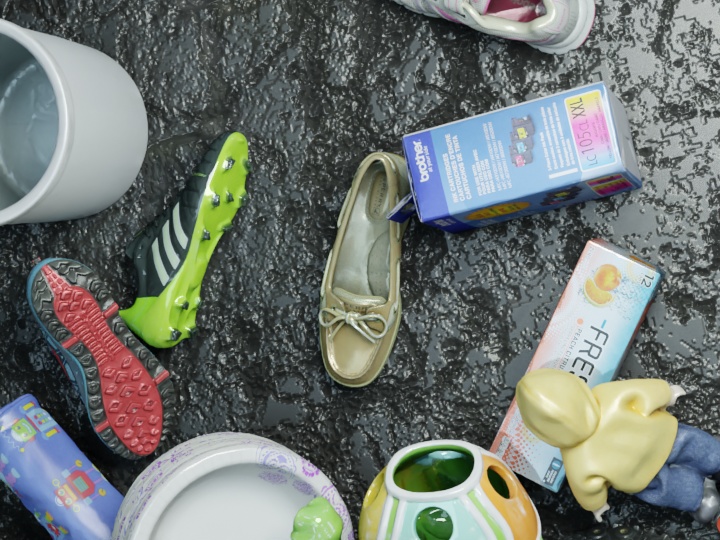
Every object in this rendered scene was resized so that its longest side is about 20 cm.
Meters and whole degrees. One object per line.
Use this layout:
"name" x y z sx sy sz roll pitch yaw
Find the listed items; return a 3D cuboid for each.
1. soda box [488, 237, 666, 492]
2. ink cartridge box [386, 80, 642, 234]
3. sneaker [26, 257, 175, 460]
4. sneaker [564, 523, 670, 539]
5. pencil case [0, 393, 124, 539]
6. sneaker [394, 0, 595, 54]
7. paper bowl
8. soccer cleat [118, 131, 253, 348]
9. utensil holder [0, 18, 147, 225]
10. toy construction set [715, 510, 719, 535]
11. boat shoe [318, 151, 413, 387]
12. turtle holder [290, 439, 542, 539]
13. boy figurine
"soda box" 0.178 0.076 1.472 0.068 0.064 0.201 26 99 11
"ink cartridge box" 0.117 -0.083 1.444 0.199 0.136 0.077 -12 84 14
"sneaker" -0.228 0.071 1.573 0.079 0.095 0.201 -29 108 -14
"sneaker" 0.172 0.267 1.485 0.199 0.072 0.073 -18 119 8
"pencil case" -0.257 0.204 1.579 0.078 0.087 0.200 -38 81 -31
"sneaker" 0.093 -0.239 1.469 0.199 0.088 0.082 18 96 13
"paper bowl" -0.112 0.235 1.503 0.199 0.104 0.202 -3 98 -19
"soccer cleat" -0.156 -0.032 1.554 0.081 0.067 0.201 25 98 25
"utensil holder" -0.285 -0.119 1.511 0.169 0.200 0.171 0 91 14
"toy construction set" 0.353 0.237 1.418 0.130 0.092 0.202 3 85 38
"boat shoe" 0.003 0.000 1.513 0.073 0.063 0.202 15 95 13
"turtle holder" 0.053 0.203 1.445 0.185 0.141 0.132 11 133 32
"boy figurine" 0.203 0.138 1.417 0.199 0.064 0.125 23 100 -22
